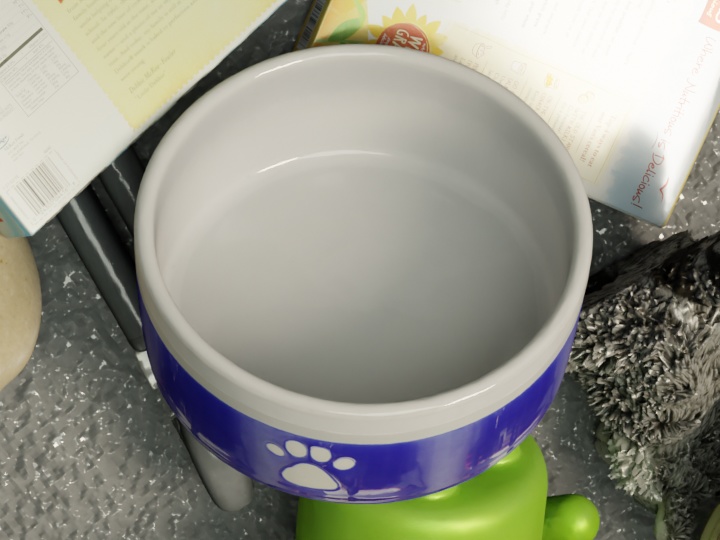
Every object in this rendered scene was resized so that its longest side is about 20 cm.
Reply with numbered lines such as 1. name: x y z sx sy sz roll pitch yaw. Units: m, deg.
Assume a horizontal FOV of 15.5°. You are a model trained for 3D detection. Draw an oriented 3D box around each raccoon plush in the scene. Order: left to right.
1. raccoon plush: 0.163 0.059 1.244 0.097 0.200 0.134 -33 96 -19

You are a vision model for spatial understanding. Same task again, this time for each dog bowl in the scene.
1. dog bowl: 0.000 0.000 1.172 0.199 0.201 0.079 -10 146 -10

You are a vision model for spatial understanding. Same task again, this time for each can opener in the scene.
1. can opener: -0.091 0.016 1.243 0.053 0.066 0.200 -29 102 -3

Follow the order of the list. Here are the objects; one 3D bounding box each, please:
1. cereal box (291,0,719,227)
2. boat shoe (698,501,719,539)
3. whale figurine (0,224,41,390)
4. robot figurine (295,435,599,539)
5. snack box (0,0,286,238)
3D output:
1. cereal box: 0.085 -0.123 1.258 0.199 0.040 0.144 23 97 -16
2. boat shoe: 0.211 0.196 1.320 0.071 0.064 0.201 -23 122 -25
3. whale figurine: -0.228 0.035 1.164 0.159 0.104 0.200 48 47 -23
4. robot figurine: 0.026 0.138 1.253 0.175 0.115 0.201 -26 131 -43
5. snack box: -0.118 -0.123 1.184 0.200 0.037 0.116 -44 109 -20
